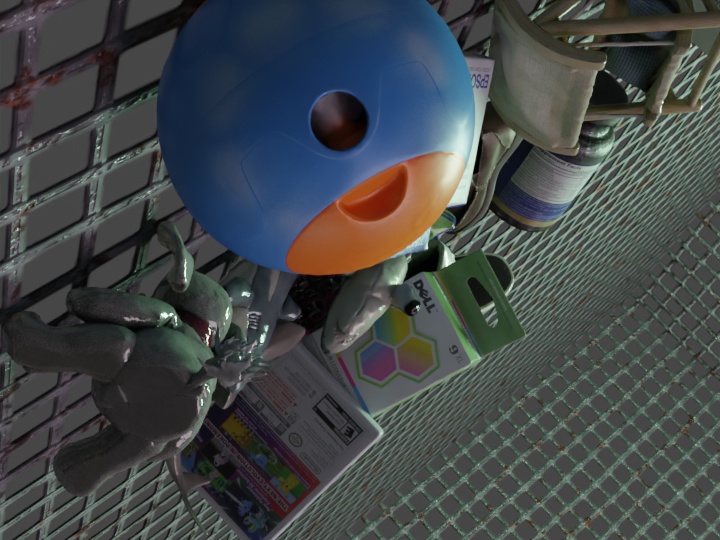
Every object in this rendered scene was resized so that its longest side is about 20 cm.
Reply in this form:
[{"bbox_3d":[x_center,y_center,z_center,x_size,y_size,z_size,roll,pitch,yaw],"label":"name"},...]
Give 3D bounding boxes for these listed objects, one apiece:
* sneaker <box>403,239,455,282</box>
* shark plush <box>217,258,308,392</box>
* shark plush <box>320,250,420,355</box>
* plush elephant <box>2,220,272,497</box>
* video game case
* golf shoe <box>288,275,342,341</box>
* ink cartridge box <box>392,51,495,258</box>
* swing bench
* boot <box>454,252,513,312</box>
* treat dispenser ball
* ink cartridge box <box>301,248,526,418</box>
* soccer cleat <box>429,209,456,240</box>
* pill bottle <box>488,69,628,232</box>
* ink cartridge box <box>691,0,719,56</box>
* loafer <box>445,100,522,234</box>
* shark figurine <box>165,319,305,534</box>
[{"bbox_3d":[0.026,0.043,1.304,0.200,0.074,0.089,-50,155,-15],"label":"sneaker"},{"bbox_3d":[-0.085,0.023,1.151,0.091,0.083,0.200,-32,-168,44],"label":"shark plush"},{"bbox_3d":[0.000,0.000,1.208,0.083,0.091,0.200,-56,-162,31],"label":"shark plush"},{"bbox_3d":[-0.162,0.057,0.978,0.200,0.165,0.155,-16,-154,9],"label":"plush elephant"},{"bbox_3d":[-0.108,0.151,1.228,0.182,0.200,0.023,-45,173,10],"label":"video game case"},{"bbox_3d":[-0.084,0.052,1.287,0.200,0.073,0.092,-42,171,10],"label":"golf shoe"},{"bbox_3d":[0.052,-0.100,1.110,0.196,0.043,0.200,-16,118,-61],"label":"ink cartridge box"},{"bbox_3d":[0.229,-0.211,1.165,0.200,0.130,0.199,-21,163,-3],"label":"swing bench"},{"bbox_3d":[0.077,0.046,1.439,0.200,0.072,0.144,-23,170,-13],"label":"boot"},{"bbox_3d":[-0.028,-0.097,0.776,0.201,0.201,0.201,-40,164,-14],"label":"treat dispenser ball"},{"bbox_3d":[0.053,0.068,1.232,0.200,0.104,0.059,-29,172,12],"label":"ink cartridge box"},{"bbox_3d":[0.050,-0.008,1.417,0.200,0.084,0.065,116,-11,-50],"label":"soccer cleat"},{"bbox_3d":[0.236,-0.149,1.480,0.112,0.112,0.200,-29,158,-43],"label":"pill bottle"},{"bbox_3d":[0.406,-0.334,1.358,0.200,0.147,0.083,-29,161,-39],"label":"ink cartridge box"},{"bbox_3d":[0.111,-0.114,1.359,0.071,0.073,0.200,-19,148,-35],"label":"loafer"},{"bbox_3d":[-0.143,0.131,1.155,0.128,0.089,0.215,27,93,-31],"label":"shark figurine"}]
